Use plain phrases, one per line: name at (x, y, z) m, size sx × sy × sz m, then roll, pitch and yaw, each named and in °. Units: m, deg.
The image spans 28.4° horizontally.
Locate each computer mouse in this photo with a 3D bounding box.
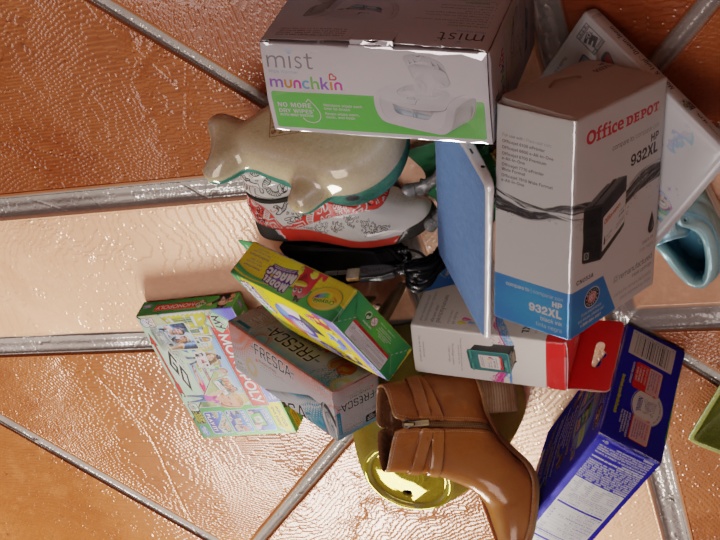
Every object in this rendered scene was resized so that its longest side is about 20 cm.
computer mouse at (0.000, 0.000, 1.450) m, size 0.200 × 0.140 × 0.046 m, roll 3°, pitch 105°, yaw 20°

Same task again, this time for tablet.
tablet at (0.095, -0.046, 1.292) m, size 0.014 × 0.130 × 0.200 m, roll -16°, pitch 137°, yaw -10°

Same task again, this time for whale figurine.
whale figurine at (-0.049, -0.117, 1.376) m, size 0.200 × 0.159 × 0.104 m, roll -7°, pitch 153°, yaw 13°

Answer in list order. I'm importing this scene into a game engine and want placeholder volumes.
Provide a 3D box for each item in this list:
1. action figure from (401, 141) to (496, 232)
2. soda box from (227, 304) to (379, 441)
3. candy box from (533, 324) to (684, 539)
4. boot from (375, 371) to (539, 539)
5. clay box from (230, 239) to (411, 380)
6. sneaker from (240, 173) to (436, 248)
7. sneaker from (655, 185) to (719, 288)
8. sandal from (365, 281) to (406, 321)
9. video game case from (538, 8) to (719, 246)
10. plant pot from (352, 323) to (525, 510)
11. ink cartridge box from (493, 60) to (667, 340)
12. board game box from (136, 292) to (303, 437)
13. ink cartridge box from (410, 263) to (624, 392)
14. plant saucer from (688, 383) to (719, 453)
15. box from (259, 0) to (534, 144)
action figure at (0.122, -0.103, 1.344) m, size 0.200 × 0.055 × 0.118 m, roll -34°, pitch 90°, yaw 45°
soda box at (-0.063, 0.106, 1.550) m, size 0.200 × 0.064 × 0.069 m, roll 30°, pitch 136°, yaw 46°
candy box at (0.250, 0.184, 1.490) m, size 0.077 × 0.169 × 0.200 m, roll 28°, pitch 134°, yaw -1°
boot at (0.095, 0.198, 1.460) m, size 0.154 × 0.200 × 0.074 m, roll -4°, pitch 164°, yaw -28°
clay box at (-0.051, 0.037, 1.472) m, size 0.200 × 0.048 × 0.115 m, roll 22°, pitch 161°, yaw 46°
sneaker at (-0.029, -0.084, 1.442) m, size 0.201 × 0.067 × 0.108 m, roll 1°, pitch 131°, yaw 24°
sneaker at (0.285, -0.068, 1.320) m, size 0.074 × 0.082 × 0.200 m, roll -26°, pitch 114°, yaw 35°
sandal at (-0.024, 0.069, 1.567) m, size 0.070 × 0.078 × 0.212 m, roll 30°, pitch 139°, yaw -3°
video game case at (0.221, -0.106, 1.300) m, size 0.182 × 0.024 × 0.200 m, roll 49°, pitch 135°, yaw 16°
plant pot at (0.072, 0.179, 1.576) m, size 0.200 × 0.142 × 0.200 m, roll 11°, pitch 131°, yaw 12°
ink cartridge box at (0.189, -0.064, 1.228) m, size 0.084 × 0.145 × 0.200 m, roll 19°, pitch 123°, yaw 38°
board game box at (-0.166, 0.116, 1.694) m, size 0.134 × 0.029 × 0.200 m, roll -6°, pitch 126°, yaw 27°
ink cartridge box at (0.162, 0.055, 1.451) m, size 0.200 × 0.116 × 0.067 m, roll 6°, pitch 130°, yaw 16°
plant saucer at (0.464, 0.132, 1.444) m, size 0.199 × 0.048 × 0.200 m, roll 21°, pitch 134°, yaw 4°
box at (0.038, -0.201, 1.241) m, size 0.200 × 0.177 × 0.097 m, roll 5°, pitch 130°, yaw 16°
